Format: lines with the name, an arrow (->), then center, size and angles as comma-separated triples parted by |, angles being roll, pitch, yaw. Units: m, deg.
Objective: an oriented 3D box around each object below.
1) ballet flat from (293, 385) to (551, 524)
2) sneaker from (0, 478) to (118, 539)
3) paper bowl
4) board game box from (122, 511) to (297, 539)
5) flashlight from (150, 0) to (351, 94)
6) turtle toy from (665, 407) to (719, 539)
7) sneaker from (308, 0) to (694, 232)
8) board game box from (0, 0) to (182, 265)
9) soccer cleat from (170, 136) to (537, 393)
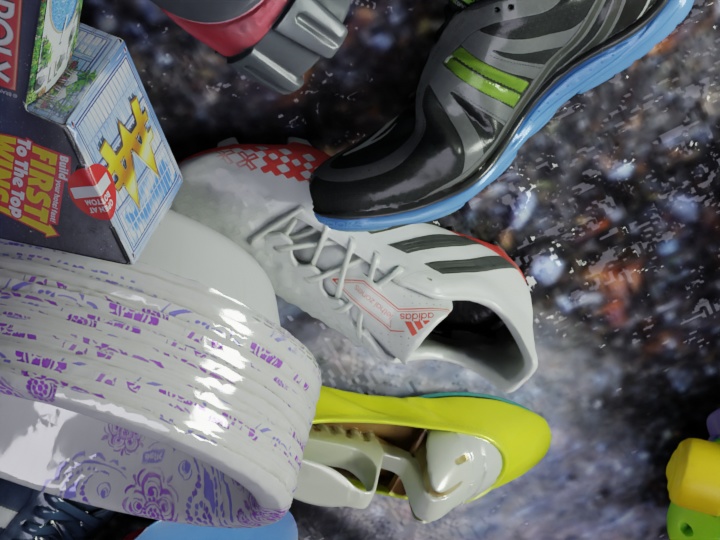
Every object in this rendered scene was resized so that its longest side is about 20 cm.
ballet flat -> 0.013, 0.097, 0.893 | 0.199, 0.067, 0.067 | 11, 124, -21
sneaker -> -0.180, 0.157, 0.885 | 0.200, 0.085, 0.075 | -41, 125, 19
paper bowl -> -0.115, 0.034, 0.757 | 0.199, 0.105, 0.201 | 13, 161, 4
board game box -> -0.126, 0.180, 0.926 | 0.200, 0.039, 0.158 | -45, 150, 3
flashlight -> -0.092, -0.145, 0.679 | 0.199, 0.068, 0.068 | 32, 99, -31
turtle toy -> 0.235, 0.114, 0.933 | 0.145, 0.101, 0.201 | 14, 125, 6
sneaker -> 0.052, -0.093, 0.750 | 0.199, 0.071, 0.083 | -40, 116, 4
board game box -> -0.157, -0.092, 0.646 | 0.199, 0.062, 0.201 | 22, 132, 2
soccer cleat -> 0.000, 0.000, 0.801 | 0.199, 0.085, 0.069 | 22, 120, -27
